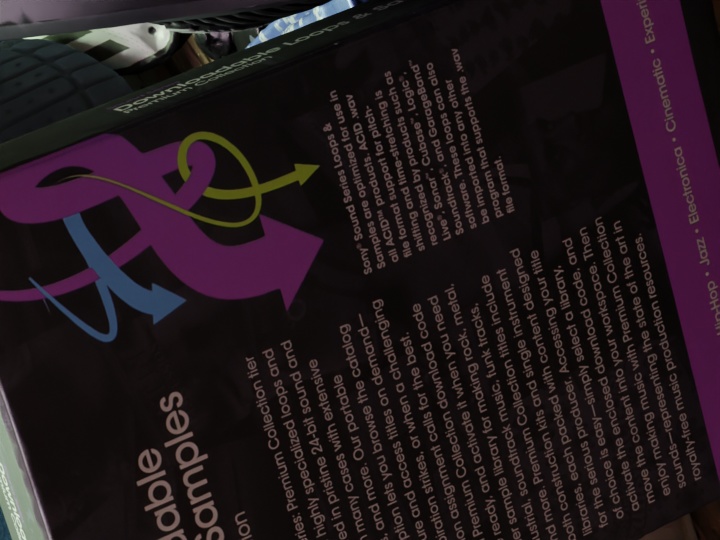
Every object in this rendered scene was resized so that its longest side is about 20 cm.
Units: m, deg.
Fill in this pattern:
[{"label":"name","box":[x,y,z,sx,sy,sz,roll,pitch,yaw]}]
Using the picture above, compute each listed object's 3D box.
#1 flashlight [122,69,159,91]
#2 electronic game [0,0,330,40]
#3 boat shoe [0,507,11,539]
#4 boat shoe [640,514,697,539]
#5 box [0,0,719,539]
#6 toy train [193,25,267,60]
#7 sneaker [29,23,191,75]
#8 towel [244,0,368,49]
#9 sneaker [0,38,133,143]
[{"label":"flashlight","box":[-0.084,-0.003,0.877,0.200,0.068,0.068,66,-166,21]},{"label":"electronic game","box":[-0.028,-0.076,0.594,0.200,0.200,0.042,12,114,61]},{"label":"boat shoe","box":[-0.147,0.020,0.839,0.069,0.084,0.200,-131,25,-55]},{"label":"boat shoe","box":[0.098,0.140,0.700,0.069,0.071,0.201,-9,94,31]},{"label":"box","box":[0.006,0.012,0.601,0.036,0.200,0.143,14,124,60]},{"label":"toy train","box":[-0.011,0.002,0.830,0.046,0.034,0.200,12,122,48]},{"label":"sneaker","box":[-0.074,-0.139,0.816,0.115,0.076,0.201,36,136,5]},{"label":"towel","box":[0.000,0.000,0.745,0.145,0.024,0.200,64,156,1]},{"label":"sneaker","box":[-0.078,0.005,0.793,0.200,0.074,0.082,48,154,34]}]
